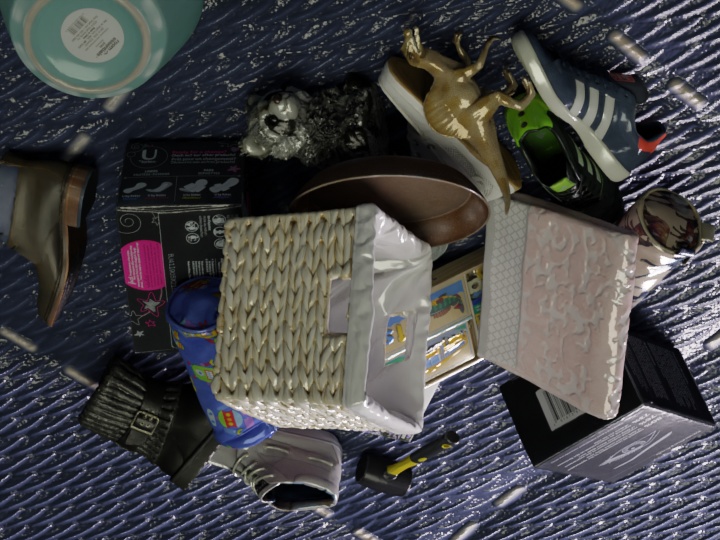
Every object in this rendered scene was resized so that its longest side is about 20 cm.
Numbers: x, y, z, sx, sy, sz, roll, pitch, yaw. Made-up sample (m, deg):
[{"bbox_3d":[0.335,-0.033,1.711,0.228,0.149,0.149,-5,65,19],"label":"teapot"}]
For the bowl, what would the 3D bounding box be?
[{"bbox_3d":[-0.249,-0.240,1.519,0.200,0.105,0.201,0,130,0],"label":"bowl"}]

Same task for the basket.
[{"bbox_3d":[-0.031,0.053,1.603,0.161,0.199,0.200,-1,167,20],"label":"basket"}]

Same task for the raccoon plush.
[{"bbox_3d":[-0.039,-0.109,1.643,0.134,0.097,0.200,-7,130,15],"label":"raccoon plush"}]

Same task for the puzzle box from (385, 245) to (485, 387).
[{"bbox_3d":[0.071,0.068,1.772,0.200,0.025,0.133,-26,131,-13],"label":"puzzle box"}]

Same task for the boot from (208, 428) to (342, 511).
[{"bbox_3d":[-0.119,0.226,1.907,0.200,0.096,0.074,7,129,-6],"label":"boot"}]

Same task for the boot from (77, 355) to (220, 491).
[{"bbox_3d":[-0.209,0.135,1.837,0.158,0.079,0.211,37,107,-3],"label":"boot"}]

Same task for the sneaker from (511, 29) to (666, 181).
[{"bbox_3d":[0.228,-0.179,1.602,0.084,0.075,0.200,-37,125,14],"label":"sneaker"}]

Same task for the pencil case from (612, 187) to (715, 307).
[{"bbox_3d":[0.281,-0.002,1.709,0.089,0.078,0.200,28,141,-7],"label":"pencil case"}]

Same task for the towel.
[{"bbox_3d":[0.198,0.031,1.678,0.032,0.191,0.200,-17,119,-40],"label":"towel"}]

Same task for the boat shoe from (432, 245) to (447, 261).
[{"bbox_3d":[-0.001,-0.001,1.742,0.202,0.065,0.074,-15,129,10],"label":"boat shoe"}]

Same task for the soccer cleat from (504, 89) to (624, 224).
[{"bbox_3d":[0.207,-0.096,1.655,0.067,0.081,0.200,-28,127,21],"label":"soccer cleat"}]

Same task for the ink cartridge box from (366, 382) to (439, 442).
[{"bbox_3d":[-0.021,0.123,1.854,0.200,0.050,0.109,14,128,-12],"label":"ink cartridge box"}]

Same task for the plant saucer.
[{"bbox_3d":[0.028,-0.068,1.610,0.200,0.035,0.200,0,161,0],"label":"plant saucer"}]

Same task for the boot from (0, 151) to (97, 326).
[{"bbox_3d":[-0.340,-0.037,1.717,0.097,0.075,0.200,18,121,0],"label":"boot"}]

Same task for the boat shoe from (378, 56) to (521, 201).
[{"bbox_3d":[0.077,-0.130,1.634,0.069,0.071,0.200,-32,122,27],"label":"boat shoe"}]

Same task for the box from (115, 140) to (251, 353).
[{"bbox_3d":[-0.175,-0.025,1.690,0.132,0.115,0.200,-1,132,-1],"label":"box"}]

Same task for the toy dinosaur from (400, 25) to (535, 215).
[{"bbox_3d":[0.113,-0.158,1.573,0.101,0.058,0.200,-34,95,-7],"label":"toy dinosaur"}]

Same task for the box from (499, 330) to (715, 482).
[{"bbox_3d":[0.273,0.149,1.793,0.148,0.104,0.200,-33,153,23],"label":"box"}]

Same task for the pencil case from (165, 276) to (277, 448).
[{"bbox_3d":[-0.135,0.099,1.670,0.087,0.078,0.200,11,138,28],"label":"pencil case"}]

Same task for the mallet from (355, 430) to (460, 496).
[{"bbox_3d":[0.069,0.223,1.899,0.066,0.041,0.200,23,151,-25],"label":"mallet"}]
